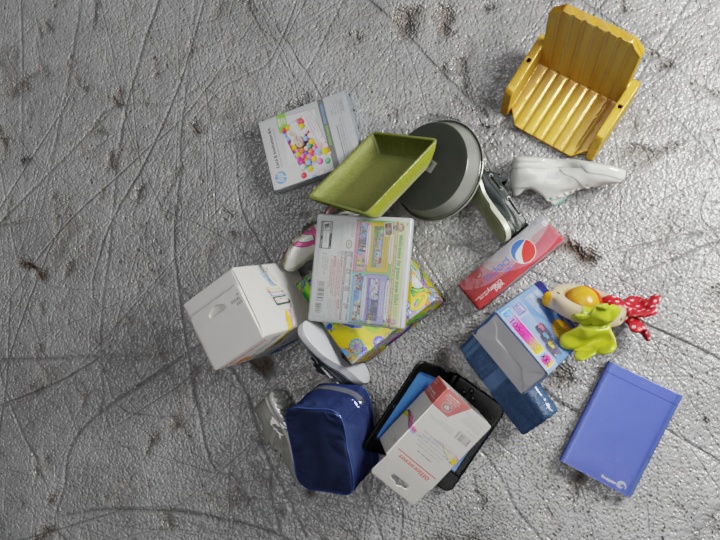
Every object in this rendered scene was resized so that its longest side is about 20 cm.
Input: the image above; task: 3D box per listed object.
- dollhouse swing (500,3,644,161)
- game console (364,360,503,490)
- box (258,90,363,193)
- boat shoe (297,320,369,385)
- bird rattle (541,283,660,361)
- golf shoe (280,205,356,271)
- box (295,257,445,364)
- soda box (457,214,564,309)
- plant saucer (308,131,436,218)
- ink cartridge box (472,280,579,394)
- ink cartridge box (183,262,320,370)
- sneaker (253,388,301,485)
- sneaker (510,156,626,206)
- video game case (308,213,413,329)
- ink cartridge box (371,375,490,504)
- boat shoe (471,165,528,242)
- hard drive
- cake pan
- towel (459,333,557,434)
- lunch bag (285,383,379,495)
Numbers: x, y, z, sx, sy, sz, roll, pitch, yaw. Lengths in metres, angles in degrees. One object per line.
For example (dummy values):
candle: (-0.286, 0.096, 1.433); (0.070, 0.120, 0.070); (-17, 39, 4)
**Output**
dollhouse swing: (0.367, -0.325, 1.140); (0.200, 0.176, 0.182); (34, 96, 15)
game console: (0.139, 0.292, 1.203); (0.176, 0.116, 0.200); (35, 97, 16)
box: (-0.101, -0.266, 1.353); (0.200, 0.041, 0.156); (-16, 82, 17)
boat shoe: (-0.065, 0.169, 1.251); (0.068, 0.200, 0.072); (-28, 42, 23)
bird rattle: (0.408, 0.060, 1.113); (0.163, 0.200, 0.113); (33, 131, 40)
golf shoe: (-0.068, -0.060, 1.286); (0.200, 0.073, 0.092); (-42, 76, -12)
box: (0.021, 0.043, 1.252); (0.200, 0.122, 0.193); (-38, 76, 11)
soda box: (0.279, -0.012, 1.202); (0.200, 0.070, 0.063); (-41, 77, 11)
plant saucer: (0.028, -0.173, 1.219); (0.200, 0.048, 0.200); (-47, 36, -15)
ink cartridge box: (0.308, 0.107, 1.143); (0.136, 0.200, 0.076); (52, 132, 12)
ink cartridge box: (-0.204, 0.084, 1.265); (0.147, 0.200, 0.145); (-35, 77, 27)
sneaker: (-0.152, 0.345, 1.325); (0.082, 0.075, 0.200); (-35, 70, 27)
sneaker: (0.377, -0.160, 1.190); (0.200, 0.075, 0.089); (8, 101, 24)
video game case: (0.000, 0.000, 1.188); (0.182, 0.022, 0.200); (4, 86, 17)
ink cartridge box: (0.118, 0.304, 1.159); (0.116, 0.067, 0.200); (43, 92, -14)
boat shoe: (0.251, -0.148, 1.223); (0.066, 0.075, 0.199); (-20, 62, -12)
hard drive: (0.459, 0.279, 1.151); (0.132, 0.025, 0.200); (26, 94, 17)
cake pan: (0.138, -0.194, 1.238); (0.200, 0.037, 0.200); (-8, 77, 38)
towel: (0.268, 0.192, 1.178); (0.049, 0.112, 0.200); (-26, 72, -29)
lunch bag: (-0.044, 0.321, 1.239); (0.136, 0.132, 0.200); (0, 106, 29)
